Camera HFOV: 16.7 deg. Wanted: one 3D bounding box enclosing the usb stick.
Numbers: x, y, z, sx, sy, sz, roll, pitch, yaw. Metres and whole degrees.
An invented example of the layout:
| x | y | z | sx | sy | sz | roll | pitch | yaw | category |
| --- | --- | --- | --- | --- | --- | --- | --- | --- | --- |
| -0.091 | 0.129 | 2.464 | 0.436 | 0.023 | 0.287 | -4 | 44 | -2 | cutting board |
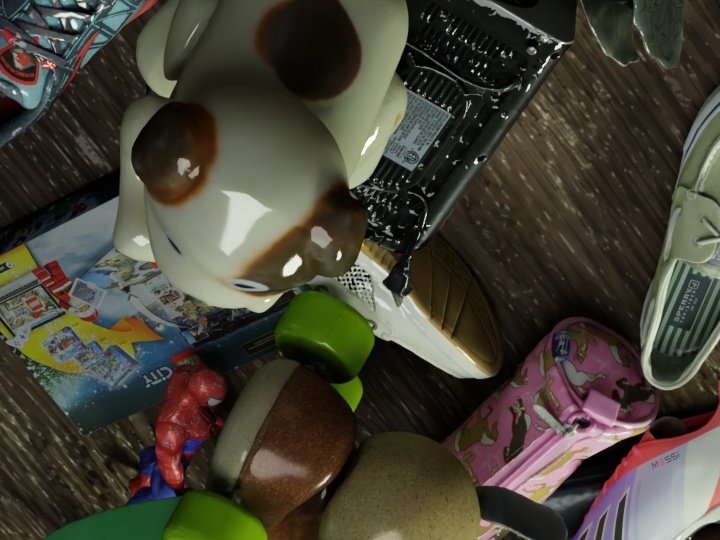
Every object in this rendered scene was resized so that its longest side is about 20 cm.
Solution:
| x | y | z | sx | sy | sz | roll | pitch | yaw | category |
| --- | --- | --- | --- | --- | --- | --- | --- | --- | --- |
| 0.198 | 0.133 | 1.491 | 0.198 | 0.033 | 0.056 | -11 | 121 | 20 | usb stick |

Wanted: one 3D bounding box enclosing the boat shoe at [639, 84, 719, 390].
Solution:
| x | y | z | sx | sy | sz | roll | pitch | yaw | category |
| --- | --- | --- | --- | --- | --- | --- | --- | --- | --- |
| 0.203 | -0.018 | 1.361 | 0.071 | 0.062 | 0.201 | 14 | 126 | 2 | boat shoe |

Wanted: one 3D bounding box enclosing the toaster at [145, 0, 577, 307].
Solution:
| x | y | z | sx | sy | sz | roll | pitch | yaw | category |
| --- | --- | --- | --- | --- | --- | --- | --- | --- | --- |
| 0.000 | -0.120 | 1.300 | 0.180 | 0.119 | 0.200 | 29 | 126 | -8 | toaster |

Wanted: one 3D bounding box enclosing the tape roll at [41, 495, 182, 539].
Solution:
| x | y | z | sx | sy | sz | roll | pitch | yaw | category |
| --- | --- | --- | --- | --- | --- | --- | --- | --- | --- |
| -0.109 | 0.197 | 1.536 | 0.199 | 0.049 | 0.201 | -6 | 156 | -3 | tape roll |

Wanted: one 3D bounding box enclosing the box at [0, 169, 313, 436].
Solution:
| x | y | z | sx | sy | sz | roll | pitch | yaw | category |
| --- | --- | --- | --- | --- | --- | --- | --- | --- | --- |
| -0.128 | 0.008 | 1.473 | 0.199 | 0.038 | 0.137 | -24 | 118 | 27 | box |

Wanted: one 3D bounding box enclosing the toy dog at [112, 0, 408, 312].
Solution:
| x | y | z | sx | sy | sz | roll | pitch | yaw | category |
| --- | --- | --- | --- | --- | --- | --- | --- | --- | --- |
| -0.038 | -0.062 | 1.151 | 0.139 | 0.201 | 0.194 | 36 | 125 | -14 | toy dog |

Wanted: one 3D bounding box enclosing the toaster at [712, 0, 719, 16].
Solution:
| x | y | z | sx | sy | sz | roll | pitch | yaw | category |
| --- | --- | --- | --- | --- | --- | --- | --- | --- | --- |
| 0.245 | -0.138 | 1.214 | 0.129 | 0.114 | 0.201 | -33 | 121 | 1 | toaster |

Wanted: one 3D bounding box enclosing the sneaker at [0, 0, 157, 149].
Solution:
| x | y | z | sx | sy | sz | roll | pitch | yaw | category |
| --- | --- | --- | --- | --- | --- | --- | --- | --- | --- |
| -0.170 | -0.129 | 1.347 | 0.079 | 0.096 | 0.200 | 32 | 126 | -12 | sneaker |

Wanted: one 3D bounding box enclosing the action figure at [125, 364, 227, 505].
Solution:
| x | y | z | sx | sy | sz | roll | pitch | yaw | category |
| --- | --- | --- | --- | --- | --- | --- | --- | --- | --- |
| -0.110 | 0.111 | 1.494 | 0.051 | 0.066 | 0.200 | 20 | 148 | -2 | action figure |

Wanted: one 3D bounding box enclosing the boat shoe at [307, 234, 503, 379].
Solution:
| x | y | z | sx | sy | sz | roll | pitch | yaw | category |
| --- | --- | --- | --- | --- | --- | --- | --- | --- | --- |
| 0.000 | 0.000 | 1.414 | 0.069 | 0.071 | 0.200 | -34 | 115 | 30 | boat shoe |

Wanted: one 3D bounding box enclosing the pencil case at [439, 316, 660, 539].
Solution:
| x | y | z | sx | sy | sz | roll | pitch | yaw | category |
| --- | --- | --- | --- | --- | --- | --- | --- | --- | --- |
| 0.089 | 0.112 | 1.463 | 0.086 | 0.083 | 0.200 | 6 | 141 | -41 | pencil case |

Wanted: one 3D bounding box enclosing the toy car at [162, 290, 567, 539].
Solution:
| x | y | z | sx | sy | sz | roll | pitch | yaw | category |
| --- | --- | --- | --- | --- | --- | --- | --- | --- | --- |
| 0.011 | 0.140 | 1.383 | 0.199 | 0.165 | 0.158 | 26 | 156 | 7 | toy car |

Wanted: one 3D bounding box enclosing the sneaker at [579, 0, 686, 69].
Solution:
| x | y | z | sx | sy | sz | roll | pitch | yaw | category |
| --- | --- | --- | --- | --- | --- | --- | --- | --- | --- |
| 0.135 | -0.206 | 1.241 | 0.060 | 0.104 | 0.202 | 7 | 95 | 38 | sneaker |

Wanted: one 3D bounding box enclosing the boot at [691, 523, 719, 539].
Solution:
| x | y | z | sx | sy | sz | roll | pitch | yaw | category |
| --- | --- | --- | --- | --- | --- | --- | --- | --- | --- |
| 0.170 | 0.248 | 1.475 | 0.187 | 0.201 | 0.069 | -19 | 119 | 25 | boot |

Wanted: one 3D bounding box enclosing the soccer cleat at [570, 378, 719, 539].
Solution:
| x | y | z | sx | sy | sz | roll | pitch | yaw | category |
| --- | --- | --- | --- | --- | --- | --- | --- | --- | --- |
| 0.175 | 0.129 | 1.440 | 0.200 | 0.068 | 0.073 | -38 | 89 | 37 | soccer cleat |
